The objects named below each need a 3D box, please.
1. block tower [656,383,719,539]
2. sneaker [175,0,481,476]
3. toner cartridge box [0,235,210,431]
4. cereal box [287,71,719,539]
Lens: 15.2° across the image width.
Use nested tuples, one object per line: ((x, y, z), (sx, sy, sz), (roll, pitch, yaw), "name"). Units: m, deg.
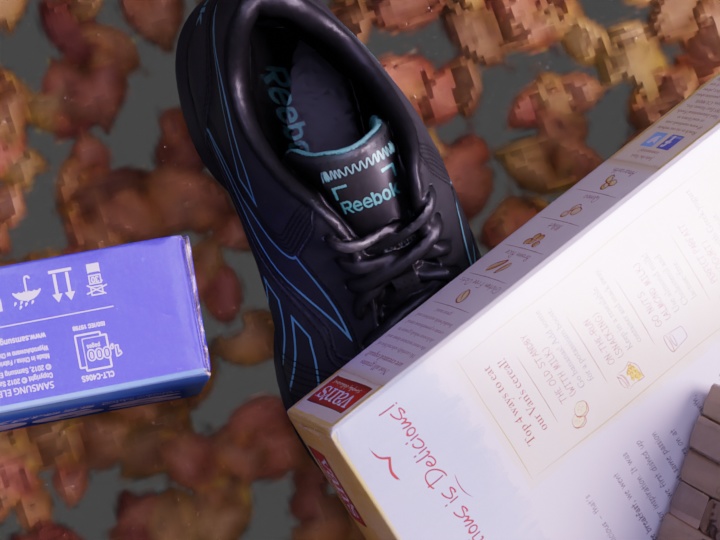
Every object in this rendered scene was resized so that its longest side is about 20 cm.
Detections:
((0.100, 0.139, 0.775), (0.058, 0.054, 0.200), (17, 95, -30), "block tower")
((0.000, 0.000, 0.816), (0.075, 0.079, 0.200), (-29, 88, -9), "sneaker")
((-0.146, 0.032, 0.790), (0.200, 0.095, 0.043), (-10, 84, -6), "toner cartridge box")
((0.094, 0.041, 0.805), (0.200, 0.040, 0.144), (-37, 111, -14), "cereal box")
